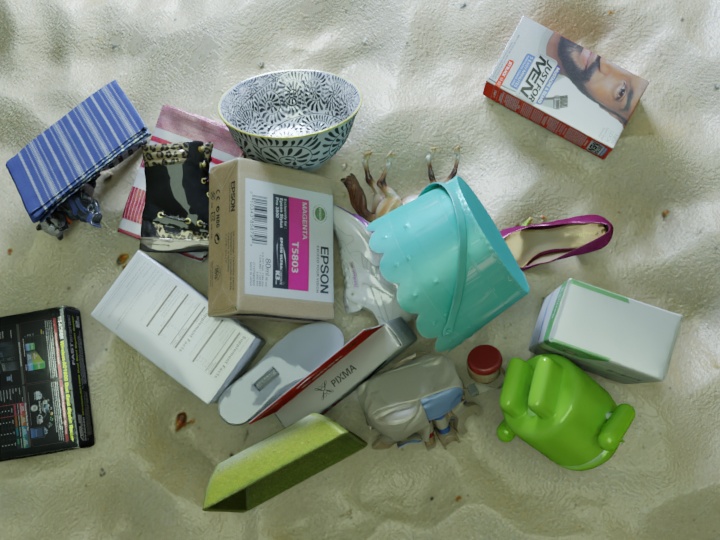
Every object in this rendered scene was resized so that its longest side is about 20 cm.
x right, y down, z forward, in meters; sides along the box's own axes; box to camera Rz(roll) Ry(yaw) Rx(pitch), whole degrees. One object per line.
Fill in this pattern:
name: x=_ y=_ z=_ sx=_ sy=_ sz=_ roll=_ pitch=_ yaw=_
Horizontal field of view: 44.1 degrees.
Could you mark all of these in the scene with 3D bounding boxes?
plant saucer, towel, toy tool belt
plant saucer: x=-0.098 y=0.245 z=1.152 sx=0.199 sy=0.200 sz=0.048 roll=-28 pitch=72 yaw=0
towel: x=-0.256 y=-0.127 z=1.291 sx=0.143 sy=0.023 sz=0.202 roll=19 pitch=85 yaw=6
towel: x=-0.390 y=-0.165 z=1.219 sx=0.199 sy=0.024 sz=0.145 roll=-38 pitch=52 yaw=-3
toy tool belt: x=0.100 y=0.177 z=1.200 sx=0.198 sy=0.123 sz=0.125 roll=-20 pitch=47 yaw=-4

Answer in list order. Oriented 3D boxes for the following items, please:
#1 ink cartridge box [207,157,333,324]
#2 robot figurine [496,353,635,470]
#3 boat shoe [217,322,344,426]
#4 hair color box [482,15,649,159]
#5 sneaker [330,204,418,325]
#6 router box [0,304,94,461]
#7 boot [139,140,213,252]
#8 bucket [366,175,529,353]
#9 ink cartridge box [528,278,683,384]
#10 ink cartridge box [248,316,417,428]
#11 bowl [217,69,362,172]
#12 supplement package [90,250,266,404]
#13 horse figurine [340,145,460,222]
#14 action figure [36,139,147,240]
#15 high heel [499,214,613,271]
ink cartridge box: x=-0.117 y=-0.035 z=1.184 sx=0.075 sy=0.164 sz=0.202 roll=-11 pitch=78 yaw=47
robot figurine: x=0.259 y=0.183 z=1.138 sx=0.174 sy=0.200 sz=0.117 roll=-8 pitch=56 yaw=42
boat shoe: x=-0.107 y=0.146 z=1.227 sx=0.200 sy=0.070 sz=0.071 roll=-39 pitch=78 yaw=-13
hair color box: x=0.286 y=-0.256 z=1.251 sx=0.199 sy=0.064 sz=0.112 roll=29 pitch=85 yaw=5
sneaker: x=0.000 y=0.000 z=1.232 sx=0.099 sy=0.075 sz=0.201 roll=-36 pitch=82 yaw=-2
router box: x=-0.464 y=0.160 z=1.249 sx=0.148 sy=0.062 sz=0.202 roll=-9 pitch=83 yaw=3
boot: x=-0.210 y=-0.103 z=1.234 sx=0.198 sy=0.073 sz=0.152 roll=-4 pitch=93 yaw=-11
bucket: x=0.115 y=-0.013 z=1.148 sx=0.134 sy=0.207 sz=0.208 roll=-33 pitch=82 yaw=14
ink cartridge box: x=0.306 y=0.083 z=1.141 sx=0.144 sy=0.200 sz=0.088 roll=18 pitch=81 yaw=6
ink cartridge box: x=-0.030 y=0.141 z=1.146 sx=0.200 sy=0.173 sz=0.044 roll=-40 pitch=82 yaw=14
bowl: x=-0.094 y=-0.194 z=1.236 sx=0.199 sy=0.095 sz=0.202 roll=-1 pitch=38 yaw=1
supplement package: x=-0.245 y=0.081 z=1.219 sx=0.199 sy=0.114 sz=0.110 roll=36 pitch=85 yaw=7
horse figurine: x=0.071 y=-0.104 z=1.247 sx=0.198 sy=0.050 sz=0.134 roll=-4 pitch=100 yaw=-5
action figure: x=-0.383 y=-0.122 z=1.261 sx=0.200 sy=0.105 sz=0.194 roll=40 pitch=92 yaw=32
high heel: x=0.241 y=-0.039 z=1.210 sx=0.198 sy=0.096 sz=0.068 roll=-16 pitch=83 yaw=2
